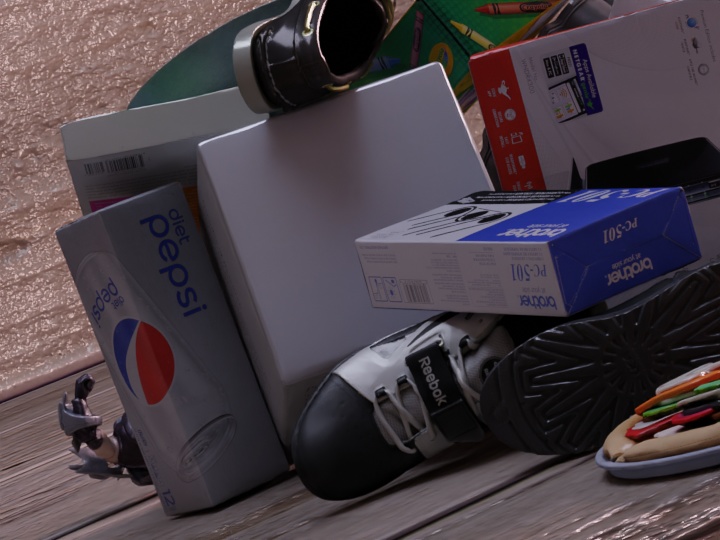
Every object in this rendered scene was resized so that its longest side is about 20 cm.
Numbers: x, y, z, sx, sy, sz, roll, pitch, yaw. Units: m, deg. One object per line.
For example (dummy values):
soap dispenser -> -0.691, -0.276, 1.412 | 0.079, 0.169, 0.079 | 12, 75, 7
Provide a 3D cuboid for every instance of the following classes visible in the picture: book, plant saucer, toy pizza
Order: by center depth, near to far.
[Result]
toy pizza -> 0.202, 0.050, 1.289 | 0.199, 0.032, 0.200 | -20, 3, 1
book -> -0.122, -0.054, 1.815 | 0.133, 0.048, 0.200 | -11, -22, -4
plant saucer -> -0.064, -0.120, 1.832 | 0.200, 0.039, 0.201 | -26, -16, -8

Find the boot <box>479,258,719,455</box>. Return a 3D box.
boot -> 0.154, 0.039, 1.476 | 0.164, 0.066, 0.200 | -23, 1, 11

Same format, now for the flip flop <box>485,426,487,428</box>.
flip flop -> 0.078, 0.067, 1.638 | 0.081, 0.058, 0.200 | -27, -16, 25

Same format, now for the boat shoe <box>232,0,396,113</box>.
boat shoe -> -0.012, -0.150, 1.698 | 0.060, 0.072, 0.201 | -11, 19, 27

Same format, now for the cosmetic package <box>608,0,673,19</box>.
cosmetic package -> 0.258, -0.098, 1.732 | 0.164, 0.166, 0.200 | 29, 31, 27

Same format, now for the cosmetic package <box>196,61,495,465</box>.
cosmetic package -> 0.000, 0.000, 1.726 | 0.167, 0.167, 0.200 | -19, -16, -8

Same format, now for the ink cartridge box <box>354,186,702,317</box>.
ink cartridge box -> 0.088, -0.011, 1.499 | 0.094, 0.044, 0.200 | -21, 11, -28

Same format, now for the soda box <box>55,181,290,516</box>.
soda box -> -0.120, 0.051, 1.738 | 0.068, 0.201, 0.063 | -22, 2, -35

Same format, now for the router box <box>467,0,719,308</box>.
router box -> 0.176, -0.054, 1.599 | 0.179, 0.201, 0.049 | -15, 3, 16

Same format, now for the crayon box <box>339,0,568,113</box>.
crayon box -> 0.053, -0.139, 1.818 | 0.119, 0.058, 0.200 | -38, -5, -35

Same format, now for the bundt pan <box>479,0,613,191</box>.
bundt pan -> 0.163, -0.089, 1.844 | 0.076, 0.203, 0.202 | 31, 30, 25

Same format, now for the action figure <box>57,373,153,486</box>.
action figure -> -0.139, 0.081, 1.894 | 0.130, 0.070, 0.201 | -12, -40, -27

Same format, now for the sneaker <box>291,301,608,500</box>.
sneaker -> 0.051, 0.057, 1.510 | 0.200, 0.074, 0.088 | -34, 4, -15
